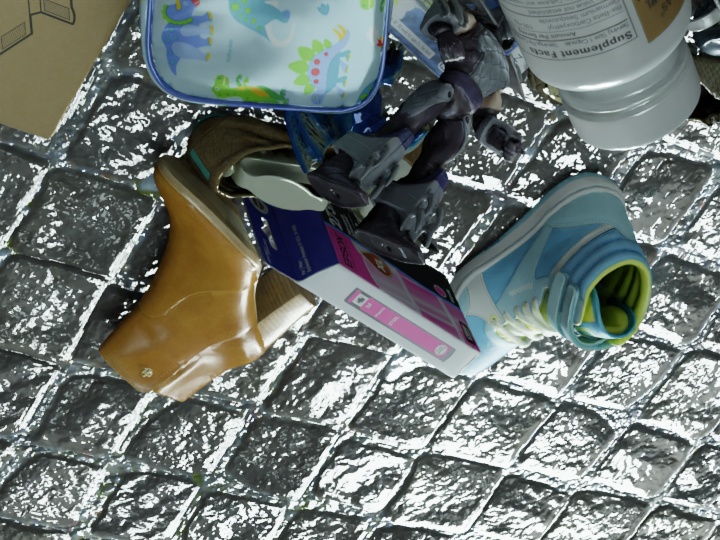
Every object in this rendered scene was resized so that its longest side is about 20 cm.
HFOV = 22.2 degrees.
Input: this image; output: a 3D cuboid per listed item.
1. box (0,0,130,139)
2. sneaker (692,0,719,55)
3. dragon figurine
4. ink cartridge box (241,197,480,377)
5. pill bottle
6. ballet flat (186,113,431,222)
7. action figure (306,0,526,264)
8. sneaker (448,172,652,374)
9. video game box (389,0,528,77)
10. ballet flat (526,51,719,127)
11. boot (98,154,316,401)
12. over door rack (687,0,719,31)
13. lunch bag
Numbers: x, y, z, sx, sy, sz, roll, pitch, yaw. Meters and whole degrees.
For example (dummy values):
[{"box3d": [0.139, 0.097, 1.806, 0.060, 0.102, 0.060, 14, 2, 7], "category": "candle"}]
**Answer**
[{"box3d": [-0.224, -0.187, 1.149, 0.163, 0.021, 0.200, 19, 121, -31], "category": "box"}, {"box3d": [0.333, -0.172, 1.314, 0.199, 0.078, 0.087, -12, 135, -8], "category": "sneaker"}, {"box3d": [-0.012, -0.100, 1.219, 0.099, 0.202, 0.059, -9, 175, -41], "category": "dragon figurine"}, {"box3d": [0.000, 0.000, 1.331, 0.199, 0.095, 0.037, 30, 115, -35], "category": "ink cartridge box"}, {"box3d": [0.145, -0.178, 1.152, 0.114, 0.115, 0.201, -26, 128, 4], "category": "pill bottle"}, {"box3d": [-0.023, -0.068, 1.282, 0.199, 0.073, 0.068, 5, 130, -23], "category": "ballet flat"}, {"box3d": [0.057, -0.103, 1.181, 0.200, 0.069, 0.130, -54, 126, -21], "category": "action figure"}, {"box3d": [0.137, 0.033, 1.381, 0.079, 0.131, 0.200, 23, 119, -34], "category": "sneaker"}, {"box3d": [0.081, -0.224, 1.206, 0.182, 0.047, 0.200, -42, 129, 14], "category": "video game box"}, {"box3d": [0.202, -0.130, 1.298, 0.199, 0.047, 0.067, 5, 138, -38], "category": "ballet flat"}, {"box3d": [-0.133, 0.017, 1.315, 0.144, 0.071, 0.201, -34, 136, 7], "category": "boot"}, {"box3d": [0.260, -0.273, 1.204, 0.200, 0.067, 0.148, -37, 122, -5], "category": "over door rack"}, {"box3d": [-0.057, -0.201, 1.110, 0.159, 0.083, 0.201, 3, 112, -5], "category": "lunch bag"}]
